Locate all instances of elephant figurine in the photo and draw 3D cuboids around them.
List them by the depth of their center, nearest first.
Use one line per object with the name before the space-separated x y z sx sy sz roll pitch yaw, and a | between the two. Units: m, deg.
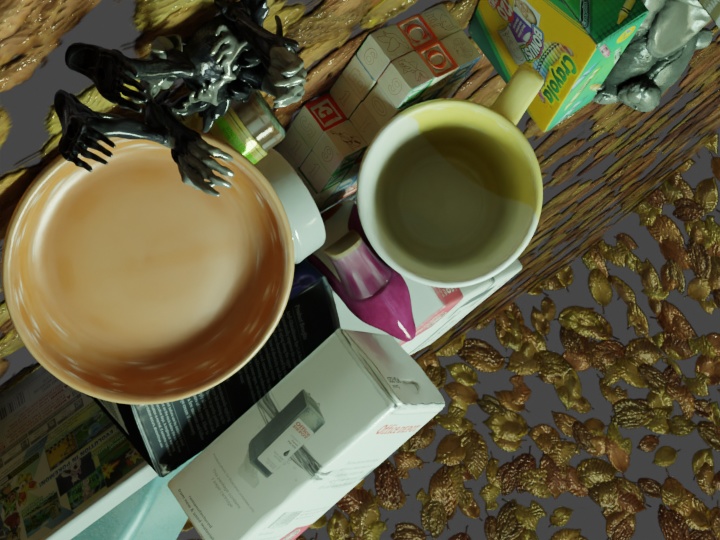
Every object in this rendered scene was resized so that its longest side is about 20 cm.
elephant figurine | 0.276 -0.258 1.637 0.201 0.140 0.156 95 18 -58

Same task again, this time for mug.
mug | 0.088 -0.068 1.413 0.185 0.151 0.153 -23 179 0

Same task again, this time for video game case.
video game case | -0.261 0.152 1.499 0.199 0.183 0.022 -36 136 11

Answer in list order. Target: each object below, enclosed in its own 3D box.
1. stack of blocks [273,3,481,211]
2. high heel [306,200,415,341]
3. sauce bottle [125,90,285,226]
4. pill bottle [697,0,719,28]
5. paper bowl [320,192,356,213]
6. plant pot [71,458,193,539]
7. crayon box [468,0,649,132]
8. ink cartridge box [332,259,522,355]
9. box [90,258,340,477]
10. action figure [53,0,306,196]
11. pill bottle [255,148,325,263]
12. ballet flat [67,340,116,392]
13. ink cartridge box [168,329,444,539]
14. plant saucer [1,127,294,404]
stack of blocks | 0.004 -0.129 1.418 0.115 0.059 0.200 -30 169 -37
high heel | 0.000 0.000 1.439 0.067 0.096 0.200 -36 -164 -7
sauce bottle | -0.146 -0.059 1.186 0.199 0.065 0.065 -38 171 4
pill bottle | 0.337 -0.277 1.482 0.111 0.201 0.111 -35 171 -7
paper bowl | -0.029 -0.032 1.644 0.200 0.105 0.201 -36 171 -7
plant pot | -0.253 0.185 1.651 0.201 0.196 0.196 -53 169 6
crayon box | 0.162 -0.210 1.421 0.058 0.119 0.200 -34 170 -14
ink cartridge box | 0.052 0.023 1.640 0.145 0.085 0.200 -41 173 28
box | -0.137 0.051 1.428 0.199 0.148 0.105 -35 140 -19
action figure | -0.094 -0.107 1.032 0.199 0.102 0.119 -23 152 -51
pill bottle | -0.135 -0.009 1.328 0.199 0.114 0.114 -34 171 -17
ballet flat | -0.166 -0.005 1.235 0.201 0.072 0.068 -57 167 -12
ink cartridge box | -0.042 0.144 1.399 0.200 0.085 0.145 -40 165 12
plant saucer | -0.145 -0.006 1.152 0.199 0.201 0.037 -37 -155 2
